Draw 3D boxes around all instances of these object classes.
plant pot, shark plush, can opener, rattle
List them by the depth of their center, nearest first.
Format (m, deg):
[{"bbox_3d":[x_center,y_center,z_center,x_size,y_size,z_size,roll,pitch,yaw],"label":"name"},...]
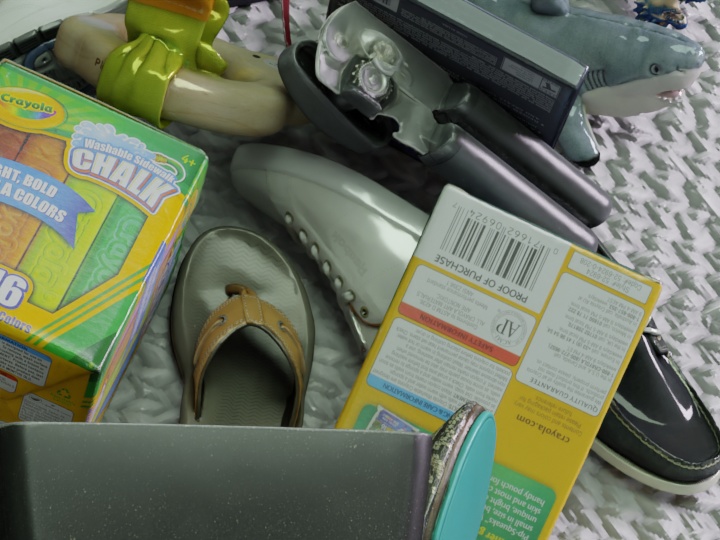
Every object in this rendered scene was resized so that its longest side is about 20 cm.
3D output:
[{"bbox_3d":[-0.083,0.177,1.348,0.199,0.199,0.178,1,76,-16],"label":"plant pot"},{"bbox_3d":[0.044,-0.069,1.549,0.200,0.067,0.054,37,58,-24],"label":"can opener"},{"bbox_3d":[-0.061,-0.143,1.572,0.199,0.130,0.144,2,96,-41],"label":"rattle"},{"bbox_3d":[0.109,-0.156,1.714,0.200,0.083,0.091,41,54,13],"label":"shark plush"}]

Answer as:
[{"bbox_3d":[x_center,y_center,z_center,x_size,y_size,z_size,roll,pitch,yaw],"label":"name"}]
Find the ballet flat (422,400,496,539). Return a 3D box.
[{"bbox_3d":[0.022,0.162,1.444,0.075,0.068,0.201,0,74,19],"label":"ballet flat"}]

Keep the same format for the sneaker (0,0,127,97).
[{"bbox_3d":[-0.155,-0.157,1.629,0.200,0.075,0.087,-33,58,-14],"label":"sneaker"}]

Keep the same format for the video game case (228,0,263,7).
[{"bbox_3d":[-0.079,-0.240,1.754,0.199,0.026,0.181,-14,61,-25],"label":"video game case"}]

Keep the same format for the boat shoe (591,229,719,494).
[{"bbox_3d":[0.133,0.037,1.595,0.072,0.068,0.200,-24,66,-32],"label":"boat shoe"}]

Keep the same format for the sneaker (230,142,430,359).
[{"bbox_3d":[0.000,0.000,1.577,0.199,0.073,0.085,29,79,20],"label":"sneaker"}]

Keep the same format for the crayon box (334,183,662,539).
[{"bbox_3d":[0.059,0.072,1.511,0.125,0.052,0.201,25,89,1],"label":"crayon box"}]

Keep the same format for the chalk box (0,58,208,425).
[{"bbox_3d":[-0.161,-0.014,1.500,0.124,0.124,0.201,23,52,0],"label":"chalk box"}]

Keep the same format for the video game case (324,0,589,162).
[{"bbox_3d":[0.044,-0.102,1.585,0.142,0.200,0.019,29,72,4],"label":"video game case"}]

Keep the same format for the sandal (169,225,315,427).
[{"bbox_3d":[-0.065,0.056,1.524,0.081,0.055,0.201,15,52,-7],"label":"sandal"}]

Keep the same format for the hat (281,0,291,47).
[{"bbox_3d":[-0.039,-0.248,1.729,0.200,0.165,0.177,-38,111,-21],"label":"hat"}]

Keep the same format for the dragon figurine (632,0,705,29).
[{"bbox_3d":[0.136,-0.218,1.784,0.199,0.100,0.059,27,51,28],"label":"dragon figurine"}]
